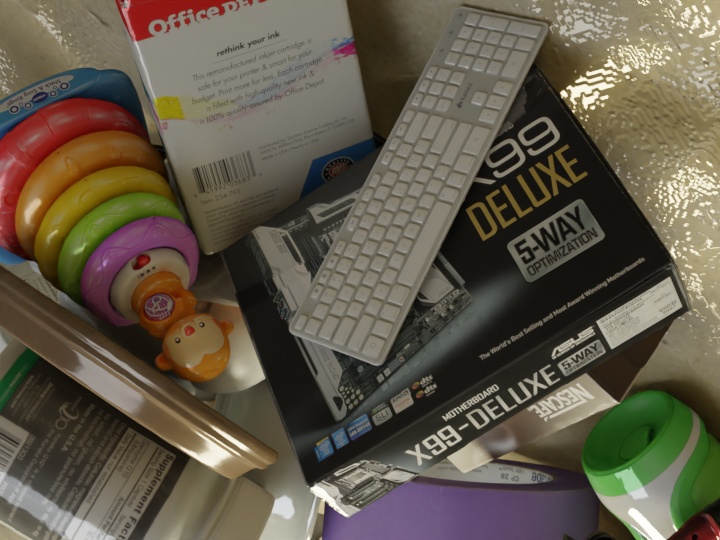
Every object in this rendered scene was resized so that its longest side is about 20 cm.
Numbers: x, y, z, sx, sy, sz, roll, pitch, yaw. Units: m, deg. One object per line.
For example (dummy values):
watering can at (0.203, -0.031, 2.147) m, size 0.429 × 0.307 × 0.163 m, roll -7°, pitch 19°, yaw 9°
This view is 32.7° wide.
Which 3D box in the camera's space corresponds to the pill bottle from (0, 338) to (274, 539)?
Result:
pill bottle at (-0.163, 0.138, 0.796) m, size 0.199 × 0.114 × 0.113 m, roll 32°, pitch 150°, yaw -5°

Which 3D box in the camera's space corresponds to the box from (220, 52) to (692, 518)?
box at (0.041, 0.004, 0.619) m, size 0.050 × 0.199 × 0.159 m, roll 48°, pitch -167°, yaw -51°

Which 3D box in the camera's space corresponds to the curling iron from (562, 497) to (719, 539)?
curling iron at (0.200, 0.148, 0.732) m, size 0.050 × 0.199 × 0.026 m, roll 58°, pitch -170°, yaw -13°

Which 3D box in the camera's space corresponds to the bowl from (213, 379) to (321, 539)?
bowl at (-0.065, 0.114, 0.915) m, size 0.089 × 0.203 × 0.202 m, roll 13°, pitch 149°, yaw -3°

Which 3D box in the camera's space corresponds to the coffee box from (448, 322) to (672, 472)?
coffee box at (0.091, 0.046, 0.788) m, size 0.113 × 0.080 × 0.200 m, roll 44°, pitch 150°, yaw -3°

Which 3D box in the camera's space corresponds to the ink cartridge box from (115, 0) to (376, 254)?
ink cartridge box at (-0.065, -0.121, 0.675) m, size 0.067 × 0.115 × 0.201 m, roll -121°, pitch 15°, yaw -52°

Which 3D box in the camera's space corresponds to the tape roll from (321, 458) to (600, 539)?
tape roll at (0.071, 0.185, 0.885) m, size 0.198 × 0.086 × 0.200 m, roll 5°, pitch 178°, yaw 0°

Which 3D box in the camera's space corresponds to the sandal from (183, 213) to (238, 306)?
sandal at (-0.030, 0.008, 0.728) m, size 0.205 × 0.080 × 0.059 m, roll 11°, pitch 151°, yaw 29°

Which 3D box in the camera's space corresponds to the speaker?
speaker at (0.232, 0.173, 0.802) m, size 0.200 × 0.089 × 0.088 m, roll 47°, pitch 149°, yaw -15°

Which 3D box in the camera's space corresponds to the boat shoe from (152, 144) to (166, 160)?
boat shoe at (-0.085, -0.048, 0.874) m, size 0.199 × 0.070 × 0.067 m, roll 32°, pitch 135°, yaw 15°

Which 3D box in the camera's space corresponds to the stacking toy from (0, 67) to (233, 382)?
stacking toy at (-0.131, -0.010, 0.674) m, size 0.200 × 0.115 × 0.110 m, roll 48°, pitch 158°, yaw 34°

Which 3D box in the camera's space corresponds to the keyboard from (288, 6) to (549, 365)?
keyboard at (0.031, -0.048, 0.616) m, size 0.056 × 0.201 × 0.011 m, roll 15°, pitch 160°, yaw 35°

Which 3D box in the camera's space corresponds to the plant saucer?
plant saucer at (-0.135, 0.060, 0.698) m, size 0.199 × 0.030 × 0.200 m, roll 34°, pitch 171°, yaw 6°

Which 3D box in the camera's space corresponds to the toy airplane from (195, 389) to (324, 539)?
toy airplane at (-0.097, 0.165, 1.061) m, size 0.198 × 0.200 × 0.142 m, roll 17°, pitch 137°, yaw 5°

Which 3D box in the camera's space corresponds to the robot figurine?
robot figurine at (-0.120, 0.008, 0.818) m, size 0.199 × 0.113 × 0.171 m, roll 26°, pitch 115°, yaw 10°

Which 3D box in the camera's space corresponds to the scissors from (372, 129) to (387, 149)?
scissors at (0.043, -0.052, 0.710) m, size 0.073 × 0.014 × 0.201 m, roll -58°, pitch 46°, yaw 35°

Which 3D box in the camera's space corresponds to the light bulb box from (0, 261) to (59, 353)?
light bulb box at (-0.271, 0.023, 0.958) m, size 0.124 × 0.200 × 0.199 m, roll -30°, pitch 92°, yaw 26°
